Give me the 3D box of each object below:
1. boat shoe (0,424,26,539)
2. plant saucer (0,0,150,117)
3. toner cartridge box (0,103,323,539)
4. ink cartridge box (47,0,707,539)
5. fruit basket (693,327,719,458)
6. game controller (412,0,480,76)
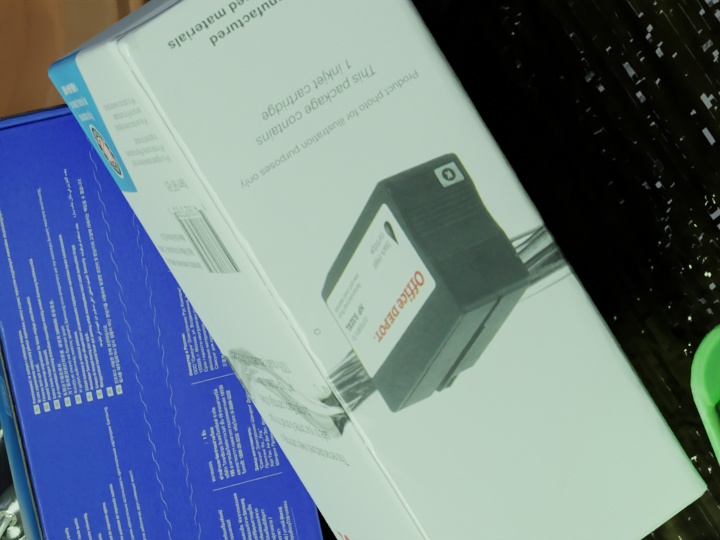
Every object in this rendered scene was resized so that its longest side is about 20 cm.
[{"bbox_3d":[-0.115,0.044,0.995,0.073,0.063,0.200,38,111,24],"label":"boat shoe"},{"bbox_3d":[-0.162,-0.063,0.996,0.199,0.037,0.201,-9,69,25],"label":"plant saucer"},{"bbox_3d":[-0.073,0.041,0.932,0.043,0.095,0.201,-166,65,-73],"label":"toner cartridge box"},{"bbox_3d":[0.000,0.000,0.835,0.084,0.145,0.200,-33,98,-11],"label":"ink cartridge box"},{"bbox_3d":[0.190,0.084,0.723,0.155,0.216,0.216,-19,81,-5],"label":"fruit basket"},{"bbox_3d":[0.000,-0.116,0.929,0.104,0.042,0.201,23,104,28],"label":"game controller"}]
